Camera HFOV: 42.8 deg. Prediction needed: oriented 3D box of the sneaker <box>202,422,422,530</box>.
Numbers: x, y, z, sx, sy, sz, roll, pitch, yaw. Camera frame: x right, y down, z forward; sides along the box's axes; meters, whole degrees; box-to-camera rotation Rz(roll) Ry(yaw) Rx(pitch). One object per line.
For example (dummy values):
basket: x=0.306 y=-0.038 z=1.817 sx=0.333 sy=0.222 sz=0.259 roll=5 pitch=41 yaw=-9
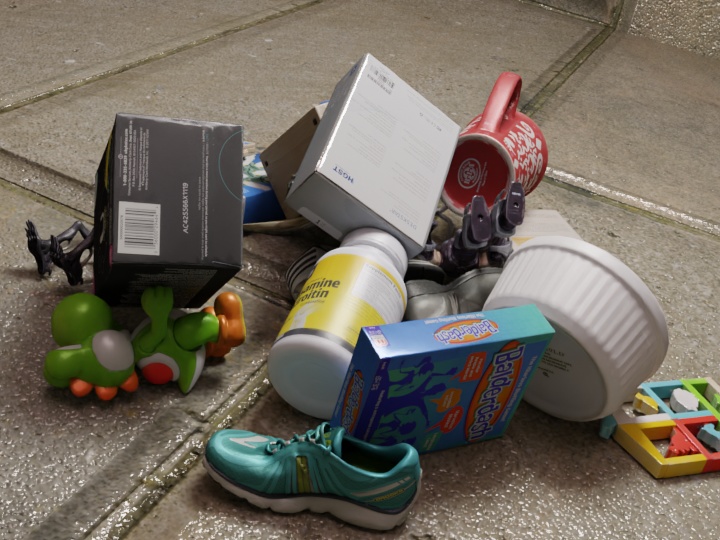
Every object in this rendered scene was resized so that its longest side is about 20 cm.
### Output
sneaker: x=-0.041 y=0.167 z=0.821 sx=0.196 sy=0.081 sz=0.078 roll=10 pitch=31 yaw=-2

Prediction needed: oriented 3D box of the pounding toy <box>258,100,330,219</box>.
pounding toy: x=-0.022 y=-0.176 z=1.240 sx=0.198 sy=0.183 sz=0.144 roll=-23 pitch=87 yaw=-38

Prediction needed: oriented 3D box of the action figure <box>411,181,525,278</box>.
action figure: x=0.138 y=-0.038 z=1.139 sx=0.128 sy=0.200 sz=0.071 roll=-5 pitch=73 yaw=-16

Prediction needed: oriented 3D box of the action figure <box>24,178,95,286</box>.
action figure: x=-0.285 y=-0.053 z=1.090 sx=0.118 sy=0.104 sz=0.199 roll=21 pitch=30 yaw=39

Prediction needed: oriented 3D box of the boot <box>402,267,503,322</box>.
boot: x=0.136 y=0.070 z=1.096 sx=0.197 sy=0.068 sz=0.131 roll=-8 pitch=48 yaw=-33

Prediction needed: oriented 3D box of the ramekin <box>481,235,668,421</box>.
ramekin: x=0.216 y=0.071 z=0.977 sx=0.201 sy=0.204 sz=0.094 roll=29 pitch=57 yaw=27

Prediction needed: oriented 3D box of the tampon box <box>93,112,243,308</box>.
tampon box: x=-0.205 y=-0.053 z=0.947 sx=0.124 sy=0.153 sz=0.200 roll=3 pitch=-14 yaw=-22

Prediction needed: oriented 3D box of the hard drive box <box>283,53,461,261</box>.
hard drive box: x=0.020 y=-0.126 z=1.074 sx=0.155 sy=0.077 sz=0.202 roll=35 pitch=52 yaw=-18

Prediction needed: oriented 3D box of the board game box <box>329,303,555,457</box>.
board game box: x=0.075 y=0.112 z=0.885 sx=0.197 sy=0.154 sz=0.045 roll=-7 pitch=43 yaw=-29

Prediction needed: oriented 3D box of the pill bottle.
pill bottle: x=-0.014 y=0.048 z=0.962 sx=0.110 sy=0.113 sz=0.201 roll=17 pitch=44 yaw=8

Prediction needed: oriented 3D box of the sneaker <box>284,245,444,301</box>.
sneaker: x=0.000 y=0.000 z=1.130 sx=0.198 sy=0.077 sz=0.116 roll=-8 pitch=37 yaw=-27

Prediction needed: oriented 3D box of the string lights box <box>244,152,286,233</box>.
string lights box: x=-0.144 y=-0.112 z=1.285 sx=0.102 sy=0.060 sz=0.199 roll=29 pitch=33 yaw=30

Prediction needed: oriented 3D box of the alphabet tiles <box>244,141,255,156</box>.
alphabet tiles: x=-0.257 y=-0.169 z=1.335 sx=0.198 sy=0.015 sz=0.194 roll=-15 pitch=21 yaw=-35

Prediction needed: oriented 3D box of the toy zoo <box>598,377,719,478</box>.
toy zoo: x=0.349 y=0.172 z=1.022 sx=0.197 sy=0.021 sz=0.132 roll=-2 pitch=32 yaw=-23

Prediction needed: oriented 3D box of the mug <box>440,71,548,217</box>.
mug: x=0.166 y=-0.162 z=1.234 sx=0.132 sy=0.180 sz=0.200 roll=-14 pitch=10 yaw=23

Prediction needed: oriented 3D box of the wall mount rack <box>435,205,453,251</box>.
wall mount rack: x=0.027 y=-0.072 z=1.277 sx=0.173 sy=0.075 sz=0.199 roll=35 pitch=36 yaw=28

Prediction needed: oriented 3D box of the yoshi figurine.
yoshi figurine: x=-0.225 y=0.056 z=0.926 sx=0.197 sy=0.114 sz=0.112 roll=-11 pitch=29 yaw=-32

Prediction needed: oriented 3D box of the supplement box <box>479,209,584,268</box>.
supplement box: x=0.243 y=-0.006 z=1.233 sx=0.124 sy=0.075 sz=0.201 roll=1 pitch=31 yaw=-18

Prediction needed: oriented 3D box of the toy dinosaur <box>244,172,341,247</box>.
toy dinosaur: x=-0.058 y=-0.067 z=1.127 sx=0.196 sy=0.089 sz=0.048 roll=6 pitch=37 yaw=-7
